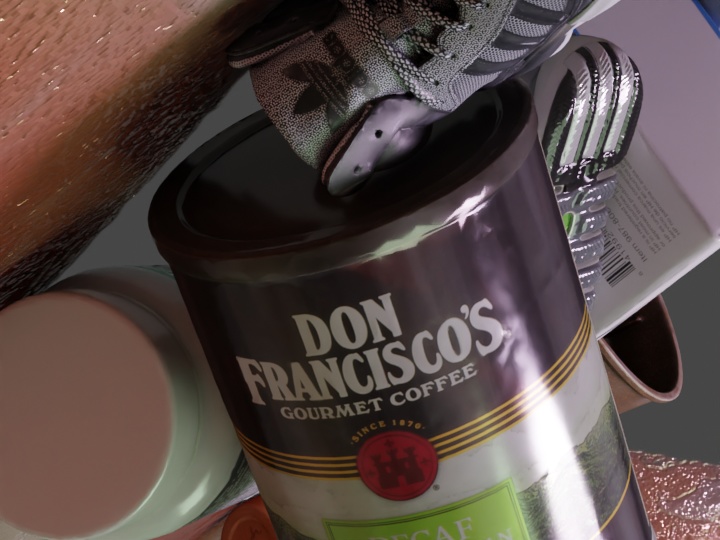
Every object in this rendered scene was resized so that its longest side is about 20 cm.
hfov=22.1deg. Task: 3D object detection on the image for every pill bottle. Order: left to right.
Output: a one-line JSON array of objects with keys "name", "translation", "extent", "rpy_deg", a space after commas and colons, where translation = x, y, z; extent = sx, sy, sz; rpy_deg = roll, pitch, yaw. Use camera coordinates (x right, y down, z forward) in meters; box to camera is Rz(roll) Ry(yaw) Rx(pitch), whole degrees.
[{"name": "pill bottle", "translation": [-0.090, 0.055, 0.791], "extent": [0.113, 0.114, 0.200], "rpy_deg": [-36, 173, 11]}]

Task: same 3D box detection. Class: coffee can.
[{"name": "coffee can", "translation": [0.021, 0.042, 0.700], "extent": [0.145, 0.202, 0.147], "rpy_deg": [-16, -155, 8]}]

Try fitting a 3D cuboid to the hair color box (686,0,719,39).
[{"name": "hair color box", "translation": [0.166, -0.115, 0.903], "extent": [0.099, 0.061, 0.201], "rpy_deg": [-28, 155, -33]}]

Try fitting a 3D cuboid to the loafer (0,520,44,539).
[{"name": "loafer", "translation": [-0.186, 0.109, 0.911], "extent": [0.069, 0.076, 0.200], "rpy_deg": [-20, 163, -18]}]

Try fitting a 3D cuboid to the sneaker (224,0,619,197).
[{"name": "sneaker", "translation": [0.020, -0.081, 0.576], "extent": [0.113, 0.076, 0.200], "rpy_deg": [-37, 175, -9]}]

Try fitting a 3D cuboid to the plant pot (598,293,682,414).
[{"name": "plant pot", "translation": [0.098, 0.045, 1.330], "extent": [0.197, 0.202, 0.200], "rpy_deg": [-30, 175, 24]}]

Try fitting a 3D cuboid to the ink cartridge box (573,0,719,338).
[{"name": "ink cartridge box", "translation": [0.097, -0.045, 0.880], "extent": [0.084, 0.145, 0.200], "rpy_deg": [-30, 171, -35]}]

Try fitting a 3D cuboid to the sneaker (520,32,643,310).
[{"name": "sneaker", "translation": [0.051, -0.033, 0.814], "extent": [0.075, 0.115, 0.201], "rpy_deg": [-12, 131, -39]}]

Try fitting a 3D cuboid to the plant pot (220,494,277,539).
[{"name": "plant pot", "translation": [-0.098, 0.379, 2.519], "extent": [0.139, 0.202, 0.200], "rpy_deg": [-4, 152, -43]}]
